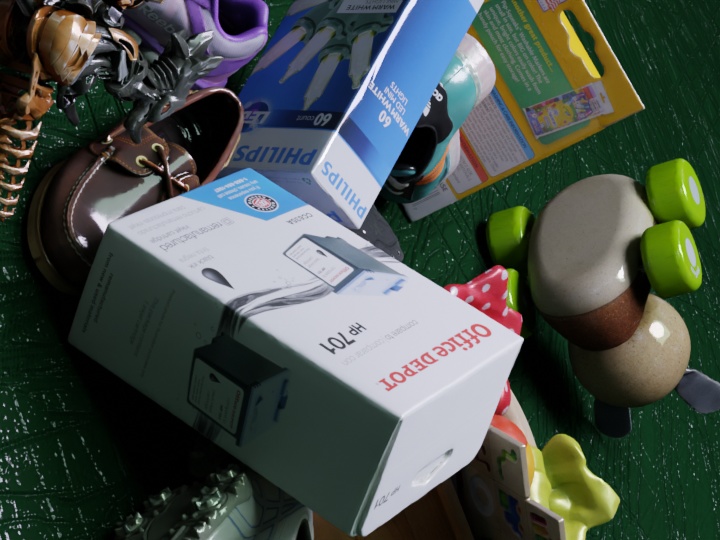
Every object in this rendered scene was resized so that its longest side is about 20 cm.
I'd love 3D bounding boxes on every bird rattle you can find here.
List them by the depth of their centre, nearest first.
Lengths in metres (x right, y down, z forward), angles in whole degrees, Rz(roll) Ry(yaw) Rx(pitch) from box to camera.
[{"bbox_3d":[0.088,0.107,1.430,0.163,0.112,0.201,-59,135,-65],"label":"bird rattle"}]

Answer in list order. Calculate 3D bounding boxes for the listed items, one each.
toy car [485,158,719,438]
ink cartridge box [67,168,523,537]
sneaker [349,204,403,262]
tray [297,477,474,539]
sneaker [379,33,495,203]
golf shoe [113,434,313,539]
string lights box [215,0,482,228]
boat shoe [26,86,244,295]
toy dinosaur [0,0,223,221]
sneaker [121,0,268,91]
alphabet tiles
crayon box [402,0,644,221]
[{"bbox_3d":[0.204,0.041,1.715,0.200,0.164,0.158,61,25,-30],"label":"toy car"},{"bbox_3d":[-0.034,0.040,1.224,0.200,0.086,0.146,31,29,20],"label":"ink cartridge box"},{"bbox_3d":[-0.002,0.002,1.463,0.104,0.060,0.200,10,49,-57],"label":"sneaker"},{"bbox_3d":[-0.007,0.108,1.328,0.037,0.098,0.201,115,-46,-81],"label":"tray"},{"bbox_3d":[0.028,-0.091,1.523,0.071,0.200,0.080,43,65,9],"label":"sneaker"},{"bbox_3d":[-0.070,0.150,1.211,0.097,0.078,0.200,67,27,-10],"label":"golf shoe"},{"bbox_3d":[-0.008,-0.124,1.411,0.059,0.103,0.200,50,58,-39],"label":"string lights box"},{"bbox_3d":[-0.126,-0.055,1.285,0.070,0.070,0.200,57,29,-17],"label":"boat shoe"},{"bbox_3d":[-0.161,-0.130,1.209,0.102,0.200,0.136,44,8,26],"label":"toy dinosaur"},{"bbox_3d":[-0.129,-0.184,1.368,0.200,0.088,0.081,42,35,-35],"label":"sneaker"},{"bbox_3d":[0.069,0.158,1.335,0.006,0.200,0.167,-19,113,-25],"label":"alphabet tiles"},{"bbox_3d":[0.093,-0.134,1.601,0.126,0.200,0.052,59,27,-12],"label":"crayon box"}]
